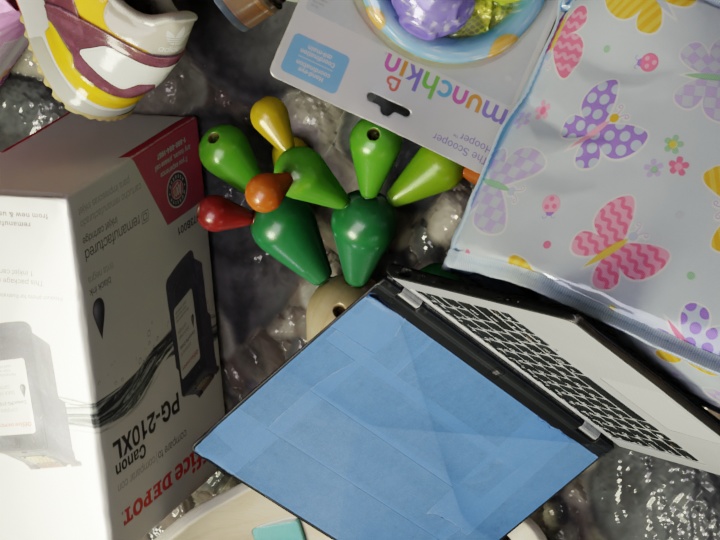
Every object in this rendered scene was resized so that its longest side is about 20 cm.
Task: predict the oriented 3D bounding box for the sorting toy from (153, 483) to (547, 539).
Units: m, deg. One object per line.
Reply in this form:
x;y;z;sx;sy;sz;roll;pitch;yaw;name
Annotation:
0.005;0.166;1.427;0.200;0.107;0.180;43;114;4;sorting toy

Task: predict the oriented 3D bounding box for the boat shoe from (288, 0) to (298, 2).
0.001;-0.167;1.322;0.200;0.070;0.072;4;89;27;boat shoe

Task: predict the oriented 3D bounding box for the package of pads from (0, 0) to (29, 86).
-0.257;-0.118;1.449;0.120;0.076;0.200;43;121;4;package of pads

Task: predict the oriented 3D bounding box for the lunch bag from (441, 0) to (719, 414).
0.159;-0.033;1.226;0.199;0.127;0.170;24;81;9;lunch bag

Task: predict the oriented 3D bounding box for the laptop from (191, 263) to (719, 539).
0.064;0.092;1.267;0.200;0.187;0.116;14;74;49;laptop

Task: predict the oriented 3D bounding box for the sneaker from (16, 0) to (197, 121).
-0.148;-0.178;1.360;0.090;0.075;0.200;-42;75;38;sneaker

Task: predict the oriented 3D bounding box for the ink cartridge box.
-0.141;0.033;1.411;0.084;0.145;0.201;4;111;24;ink cartridge box

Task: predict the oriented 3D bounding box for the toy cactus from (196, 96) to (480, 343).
0.000;0.000;1.373;0.199;0.102;0.166;17;126;9;toy cactus

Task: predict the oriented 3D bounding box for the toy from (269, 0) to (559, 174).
0.052;-0.159;1.231;0.115;0.047;0.201;24;83;-11;toy

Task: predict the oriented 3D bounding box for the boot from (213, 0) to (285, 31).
-0.065;-0.221;1.262;0.097;0.075;0.200;-28;104;12;boot
